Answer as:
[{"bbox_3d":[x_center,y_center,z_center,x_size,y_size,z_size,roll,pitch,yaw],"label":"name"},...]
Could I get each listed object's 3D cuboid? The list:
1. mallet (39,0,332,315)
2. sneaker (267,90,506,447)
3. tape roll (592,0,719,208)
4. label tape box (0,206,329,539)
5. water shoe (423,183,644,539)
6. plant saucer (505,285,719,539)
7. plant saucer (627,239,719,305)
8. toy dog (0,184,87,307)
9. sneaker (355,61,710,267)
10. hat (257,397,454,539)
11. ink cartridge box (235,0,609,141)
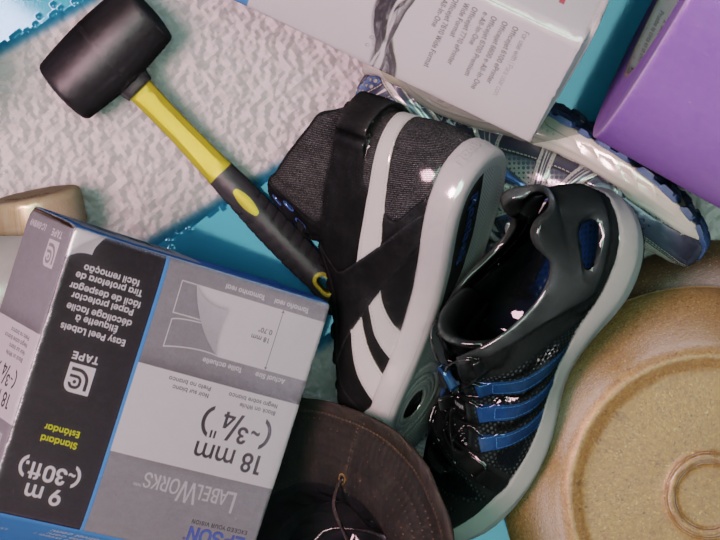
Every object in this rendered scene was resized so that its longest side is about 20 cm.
[{"bbox_3d":[-0.070,-0.062,1.070,0.200,0.041,0.066,39,96,-5],"label":"mallet"},{"bbox_3d":[0.000,0.000,1.042,0.111,0.073,0.201,30,125,22],"label":"sneaker"},{"bbox_3d":[0.192,-0.130,0.977,0.085,0.200,0.201,28,93,-1],"label":"tape roll"},{"bbox_3d":[-0.113,0.088,0.987,0.143,0.063,0.202,17,91,-32],"label":"label tape box"},{"bbox_3d":[0.060,0.041,1.011,0.078,0.072,0.201,10,116,-36],"label":"water shoe"},{"bbox_3d":[0.170,0.109,1.035,0.198,0.035,0.202,0,92,2],"label":"plant saucer"},{"bbox_3d":[0.190,0.086,1.070,0.198,0.037,0.202,0,92,2],"label":"plant saucer"},{"bbox_3d":[-0.189,0.022,1.007,0.200,0.096,0.133,-42,113,-35],"label":"toy dog"},{"bbox_3d":[0.081,-0.046,1.055,0.199,0.077,0.086,29,103,7],"label":"sneaker"},{"bbox_3d":[-0.008,0.159,1.038,0.200,0.081,0.203,-9,77,41],"label":"hat"},{"bbox_3d":[0.028,-0.174,1.005,0.199,0.084,0.146,25,54,0],"label":"ink cartridge box"}]
